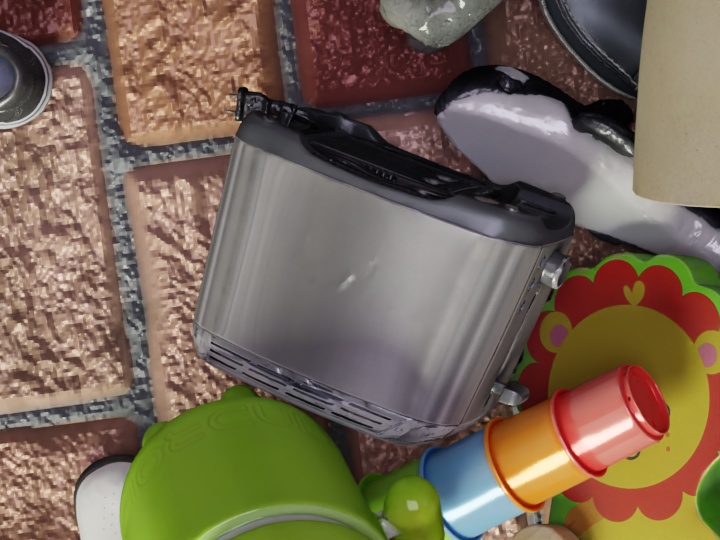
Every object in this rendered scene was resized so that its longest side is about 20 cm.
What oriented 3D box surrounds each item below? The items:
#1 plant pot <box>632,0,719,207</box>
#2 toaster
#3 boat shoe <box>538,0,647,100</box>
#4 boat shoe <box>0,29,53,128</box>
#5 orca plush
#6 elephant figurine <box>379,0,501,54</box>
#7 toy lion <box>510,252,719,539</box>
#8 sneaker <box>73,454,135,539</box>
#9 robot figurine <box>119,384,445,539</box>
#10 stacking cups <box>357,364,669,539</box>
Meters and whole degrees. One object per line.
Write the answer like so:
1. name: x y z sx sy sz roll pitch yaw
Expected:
1. plant pot: 0.207 -0.141 0.834 0.186 0.187 0.201 -5 99 1
2. toaster: 0.000 0.000 0.939 0.199 0.114 0.130 21 103 17
3. boat shoe: 0.179 -0.104 0.972 0.200 0.062 0.073 37 91 0
4. boat shoe: -0.261 -0.110 0.976 0.199 0.066 0.070 13 91 0
5. orca plush: 0.137 -0.063 0.972 0.199 0.105 0.071 20 60 3
6. elephant figurine: 0.010 -0.215 0.930 0.155 0.142 0.200 -41 95 9
7. toy lion: 0.156 0.091 0.933 0.200 0.069 0.193 15 97 42
8. sneaker: -0.092 0.190 0.960 0.067 0.108 0.202 -24 91 1
9. robot figurine: -0.047 0.136 0.876 0.175 0.200 0.116 -24 121 -5
10. stacking cups: 0.060 0.101 0.943 0.200 0.060 0.061 -32 91 25
